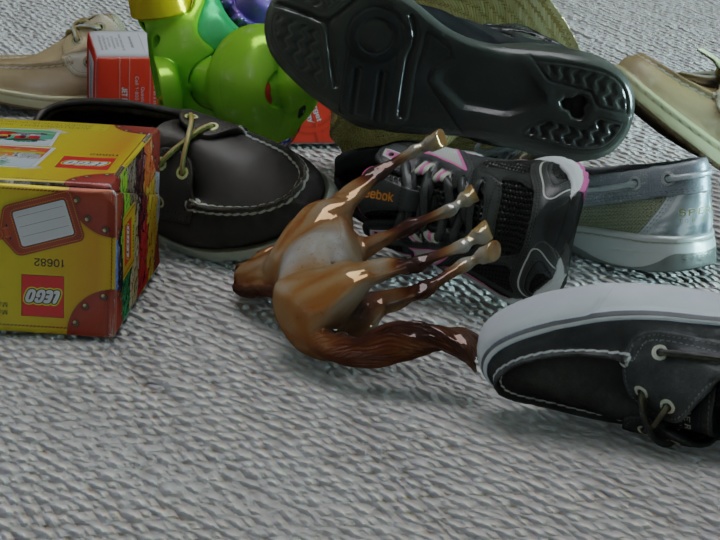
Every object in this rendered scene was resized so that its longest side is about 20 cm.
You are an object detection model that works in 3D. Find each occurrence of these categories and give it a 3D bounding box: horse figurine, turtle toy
[{"bbox_3d":[0.000,0.000,1.293,0.132,0.050,0.200,-28,26,4],"label":"horse figurine"},{"bbox_3d":[-0.079,-0.119,1.579,0.101,0.146,0.200,-10,16,-5],"label":"turtle toy"}]

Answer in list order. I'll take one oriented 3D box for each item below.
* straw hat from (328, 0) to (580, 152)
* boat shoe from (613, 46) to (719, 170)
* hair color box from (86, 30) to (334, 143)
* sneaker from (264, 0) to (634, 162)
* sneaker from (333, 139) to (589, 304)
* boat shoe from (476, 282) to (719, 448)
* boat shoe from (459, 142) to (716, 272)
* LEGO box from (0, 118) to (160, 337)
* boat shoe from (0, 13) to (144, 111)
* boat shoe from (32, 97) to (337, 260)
[{"bbox_3d":[0.026,-0.106,1.594,0.201,0.201,0.085,10,47,26],"label":"straw hat"},{"bbox_3d":[0.227,-0.075,1.490,0.200,0.063,0.073,27,8,-16],"label":"boat shoe"},{"bbox_3d":[-0.078,-0.121,1.776,0.200,0.061,0.102,-1,15,-8],"label":"hair color box"},{"bbox_3d":[0.041,-0.107,1.456,0.199,0.076,0.114,12,3,-8],"label":"sneaker"},{"bbox_3d":[0.043,-0.028,1.389,0.086,0.080,0.200,11,-2,-24],"label":"sneaker"},{"bbox_3d":[0.147,0.047,1.163,0.200,0.069,0.057,0,52,12],"label":"boat shoe"},{"bbox_3d":[0.115,-0.046,1.507,0.074,0.065,0.202,-10,18,-41],"label":"boat shoe"},{"bbox_3d":[-0.209,-0.027,1.362,0.200,0.077,0.149,4,15,4],"label":"LEGO box"},{"bbox_3d":[-0.178,-0.146,1.846,0.200,0.065,0.072,-1,15,-13],"label":"boat shoe"},{"bbox_3d":[-0.101,-0.054,1.468,0.201,0.061,0.072,9,55,41],"label":"boat shoe"}]
